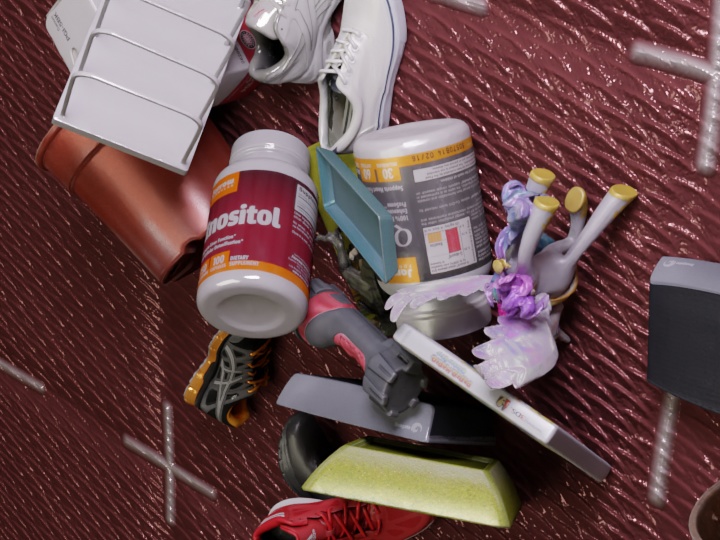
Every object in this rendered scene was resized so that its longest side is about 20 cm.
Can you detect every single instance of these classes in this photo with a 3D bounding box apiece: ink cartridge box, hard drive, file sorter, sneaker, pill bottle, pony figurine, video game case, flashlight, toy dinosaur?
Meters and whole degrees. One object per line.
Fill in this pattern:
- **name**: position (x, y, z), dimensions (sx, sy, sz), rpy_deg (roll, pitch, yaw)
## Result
- **ink cartridge box**: position (-0.205, -0.242, 1.666), dimensions (0.083, 0.200, 0.147), rpy_deg (-37, 80, 45)
- **hard drive**: position (0.028, 0.143, 1.636), dimensions (0.200, 0.135, 0.042), rpy_deg (10, 90, 40)
- **file sorter**: position (-0.189, -0.223, 1.520), dimensions (0.139, 0.200, 0.125), rpy_deg (21, 157, -10)
- **sneaker**: position (-0.025, 0.249, 1.792), dimensions (0.091, 0.076, 0.200), rpy_deg (-14, 103, 37)
- **pill bottle**: position (0.065, -0.040, 1.541), dimensions (0.116, 0.116, 0.200), rpy_deg (1, 106, 45)
- **sneaker**: position (-0.020, 0.279, 1.699), dimensions (0.200, 0.116, 0.078), rpy_deg (-16, 93, 17)
- **hard drive**: position (0.335, 0.069, 1.369), dimensions (0.200, 0.042, 0.135), rpy_deg (17, 117, 40)
- **pill bottle**: position (-0.102, -0.041, 1.625), dimensions (0.113, 0.113, 0.200), rpy_deg (-40, 37, 46)
- **sneaker**: position (-0.069, -0.272, 1.591), dimensions (0.078, 0.099, 0.200), rpy_deg (29, 125, 34)
- **pony figurine**: position (0.146, 0.012, 1.435), dimensions (0.167, 0.193, 0.200), rpy_deg (42, 128, 38)
- **video game case**: position (0.136, 0.127, 1.496), dimensions (0.182, 0.200, 0.023), rpy_deg (34, 88, 29)
- **sneaker**: position (-0.136, 0.105, 1.840), dimensions (0.077, 0.078, 0.200), rpy_deg (39, 135, 10)
- **sneaker**: position (-0.003, -0.205, 1.574), dimensions (0.073, 0.071, 0.200), rpy_deg (23, 121, 37)
- **flashlight**: position (-0.006, 0.078, 1.585), dimensions (0.200, 0.068, 0.068), rpy_deg (44, 164, 50)
- **toy dinosaur**: position (0.000, 0.000, 1.614), dimensions (0.088, 0.047, 0.200), rpy_deg (57, 175, 30)

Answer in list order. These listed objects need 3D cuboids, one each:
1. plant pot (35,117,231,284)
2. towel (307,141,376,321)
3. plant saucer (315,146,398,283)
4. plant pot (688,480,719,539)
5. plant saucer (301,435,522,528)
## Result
- **plant pot**: position (-0.220, -0.104, 1.758), dimensions (0.195, 0.201, 0.201), rpy_deg (51, 135, 6)
- **towel**: position (0.000, -0.047, 1.677), dimensions (0.086, 0.018, 0.200), rpy_deg (-23, 89, 44)
- **plant saucer**: position (-0.004, -0.057, 1.517), dimensions (0.200, 0.019, 0.070), rpy_deg (-127, 27, -61)
- **plant pot**: position (0.392, 0.272, 1.297), dimensions (0.200, 0.200, 0.199), rpy_deg (-5, 110, 46)
- **plant saucer**: position (0.059, 0.202, 1.561), dimensions (0.200, 0.200, 0.048), rpy_deg (10, 89, 9)
